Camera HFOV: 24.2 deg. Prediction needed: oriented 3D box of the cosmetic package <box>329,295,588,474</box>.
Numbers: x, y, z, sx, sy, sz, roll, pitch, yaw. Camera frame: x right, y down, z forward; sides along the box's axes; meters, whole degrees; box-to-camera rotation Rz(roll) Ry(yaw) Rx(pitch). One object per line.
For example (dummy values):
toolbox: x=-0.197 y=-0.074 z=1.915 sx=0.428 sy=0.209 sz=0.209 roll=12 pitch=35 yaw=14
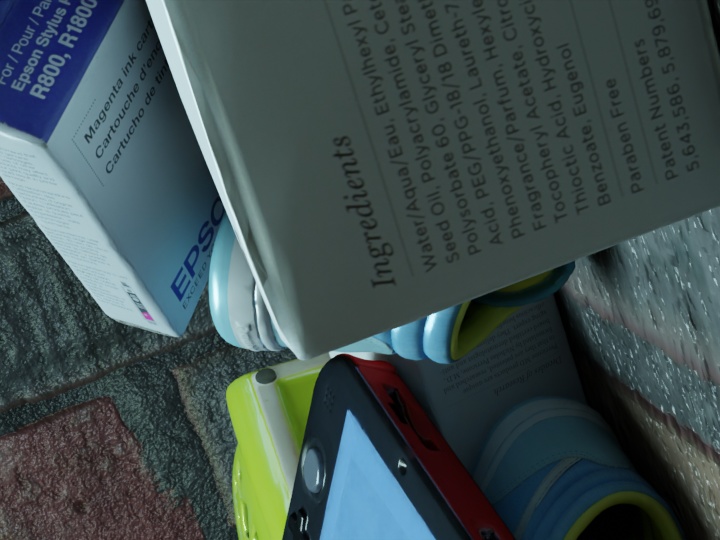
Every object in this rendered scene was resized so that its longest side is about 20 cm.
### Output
cosmetic package: x=0.044 y=0.051 z=0.799 sx=0.113 sy=0.081 sz=0.201 roll=15 pitch=127 yaw=64

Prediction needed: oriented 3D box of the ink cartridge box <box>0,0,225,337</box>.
ink cartridge box: x=-0.072 y=-0.106 z=0.624 sx=0.200 sy=0.043 sz=0.197 roll=67 pitch=-138 yaw=-60

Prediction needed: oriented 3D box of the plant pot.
plant pot: x=0.014 y=0.161 z=1.164 sx=0.199 sy=0.199 sz=0.182 roll=-114 pitch=13 yaw=-48

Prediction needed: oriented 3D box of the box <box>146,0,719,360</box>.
box: x=-0.005 y=-0.113 z=0.479 sx=0.199 sy=0.130 sz=0.201 roll=-121 pitch=12 yaw=-69

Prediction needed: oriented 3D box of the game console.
game console: x=0.009 y=0.151 z=0.714 sx=0.200 sy=0.031 sz=0.178 roll=-126 pitch=47 yaw=-55

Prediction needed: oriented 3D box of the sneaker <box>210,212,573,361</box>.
sneaker: x=0.030 y=-0.051 z=0.662 sx=0.080 sy=0.130 sz=0.201 roll=64 pitch=-140 yaw=-65

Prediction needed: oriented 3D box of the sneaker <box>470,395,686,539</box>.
sneaker: x=0.071 y=0.162 z=0.693 sx=0.131 sy=0.079 sz=0.201 roll=-137 pitch=60 yaw=-71
